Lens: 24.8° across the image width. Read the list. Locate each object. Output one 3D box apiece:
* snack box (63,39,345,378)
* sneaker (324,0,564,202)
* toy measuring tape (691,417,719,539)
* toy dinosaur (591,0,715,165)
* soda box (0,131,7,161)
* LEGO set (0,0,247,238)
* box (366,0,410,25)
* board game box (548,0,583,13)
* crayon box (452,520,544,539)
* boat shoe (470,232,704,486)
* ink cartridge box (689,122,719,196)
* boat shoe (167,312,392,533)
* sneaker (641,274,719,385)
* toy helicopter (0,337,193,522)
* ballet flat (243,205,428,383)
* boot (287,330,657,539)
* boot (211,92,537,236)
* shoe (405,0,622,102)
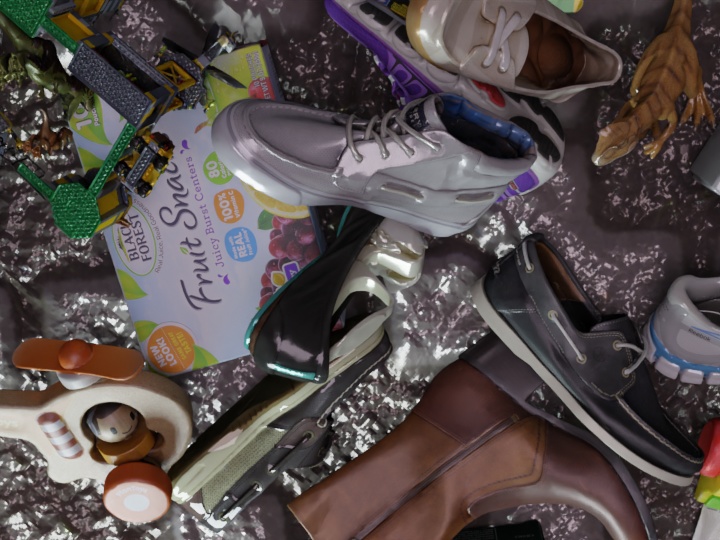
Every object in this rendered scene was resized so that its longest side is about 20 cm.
[{"bbox_3d":[-0.104,-0.041,1.117,0.141,0.053,0.202,-16,101,6],"label":"snack box"},{"bbox_3d":[0.045,-0.116,1.080,0.200,0.081,0.083,43,124,-15],"label":"sneaker"},{"bbox_3d":[0.260,0.166,1.145,0.073,0.074,0.202,15,102,-2],"label":"toy measuring tape"},{"bbox_3d":[0.206,-0.140,1.079,0.060,0.106,0.201,11,61,19],"label":"toy dinosaur"},{"bbox_3d":[-0.301,-0.008,1.122,0.068,0.063,0.202,16,102,-3],"label":"soda box"},{"bbox_3d":[-0.179,-0.127,1.043,0.199,0.116,0.154,34,119,11],"label":"LEGO set"},{"bbox_3d":[0.031,-0.268,1.030,0.136,0.040,0.201,30,74,-6],"label":"box"},{"bbox_3d":[0.053,-0.226,1.088,0.198,0.030,0.096,5,103,3],"label":"board game box"},{"bbox_3d":[0.079,0.290,1.184,0.125,0.052,0.202,-6,102,2],"label":"crayon box"},{"bbox_3d":[0.164,0.063,1.106,0.200,0.072,0.068,47,111,5],"label":"boat shoe"},{"bbox_3d":[0.336,-0.104,1.079,0.145,0.083,0.201,31,100,-6],"label":"ink cartridge box"},{"bbox_3d":[-0.049,0.109,1.142,0.200,0.072,0.066,-39,104,14],"label":"boat shoe"},{"bbox_3d":[0.294,0.036,1.098,0.198,0.075,0.087,1,145,-1],"label":"sneaker"},{"bbox_3d":[-0.211,0.092,1.095,0.198,0.079,0.133,5,133,-6],"label":"toy helicopter"},{"bbox_3d":[0.000,0.000,1.071,0.068,0.068,0.200,27,58,12],"label":"ballet flat"},{"bbox_3d":[0.079,0.170,1.117,0.200,0.068,0.188,-42,88,-5],"label":"boot"},{"bbox_3d":[0.013,-0.084,1.014,0.199,0.074,0.096,12,144,-32],"label":"boot"},{"bbox_3d":[0.100,-0.147,1.023,0.053,0.199,0.070,22,98,35],"label":"shoe"}]
